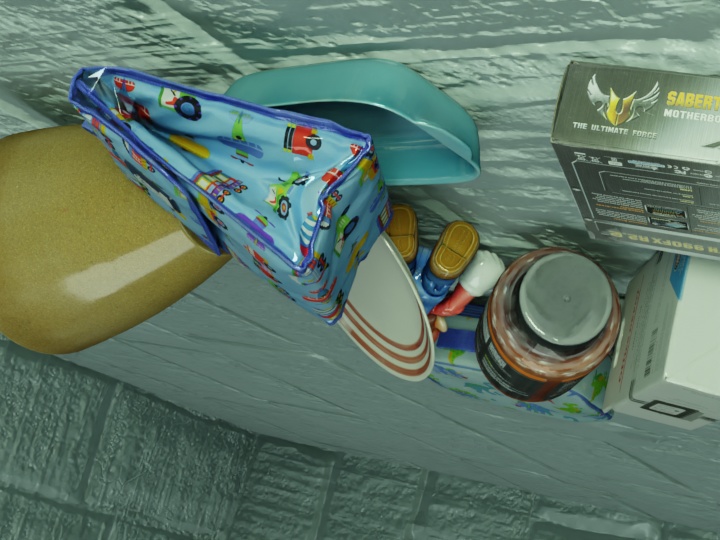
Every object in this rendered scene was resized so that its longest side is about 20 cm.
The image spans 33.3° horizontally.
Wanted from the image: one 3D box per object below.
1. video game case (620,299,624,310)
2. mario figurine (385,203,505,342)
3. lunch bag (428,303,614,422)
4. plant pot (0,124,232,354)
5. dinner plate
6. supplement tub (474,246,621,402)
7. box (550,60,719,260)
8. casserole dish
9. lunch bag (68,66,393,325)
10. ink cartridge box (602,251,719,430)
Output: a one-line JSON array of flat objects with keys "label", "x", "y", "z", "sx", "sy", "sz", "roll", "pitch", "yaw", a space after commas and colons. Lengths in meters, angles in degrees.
[{"label": "video game case", "x": 0.340, "y": 0.067, "z": 1.035, "sx": 0.199, "sy": 0.024, "sz": 0.181, "roll": 3, "pitch": 161, "yaw": 45}, {"label": "mario figurine", "x": 0.046, "y": -0.004, "z": 1.041, "sx": 0.124, "sy": 0.106, "sz": 0.200, "roll": 50, "pitch": 161, "yaw": 13}, {"label": "lunch bag", "x": 0.158, "y": 0.090, "z": 1.221, "sx": 0.198, "sy": 0.083, "sz": 0.161, "roll": 8, "pitch": 166, "yaw": 32}, {"label": "plant pot", "x": -0.182, "y": -0.038, "z": 0.945, "sx": 0.199, "sy": 0.188, "sz": 0.186, "roll": -11, "pitch": 153, "yaw": 37}, {"label": "dinner plate", "x": 0.000, "y": 0.000, "z": 0.970, "sx": 0.200, "sy": 0.024, "sz": 0.201, "roll": 47, "pitch": 159, "yaw": 24}, {"label": "supplement tub", "x": 0.152, "y": 0.044, "z": 0.983, "sx": 0.106, "sy": 0.108, "sz": 0.200, "roll": 15, "pitch": 167, "yaw": 3}, {"label": "box", "x": 0.215, "y": -0.048, "z": 0.656, "sx": 0.198, "sy": 0.049, "sz": 0.158, "roll": 11, "pitch": 167, "yaw": 23}, {"label": "casserole dish", "x": -0.009, "y": -0.094, "z": 0.764, "sx": 0.199, "sy": 0.039, "sz": 0.121, "roll": 2, "pitch": 160, "yaw": 45}, {"label": "lunch bag", "x": -0.089, "y": -0.063, "z": 0.763, "sx": 0.199, "sy": 0.095, "sz": 0.151, "roll": 27, "pitch": 170, "yaw": 12}, {"label": "ink cartridge box", "x": 0.237, "y": 0.047, "z": 0.874, "sx": 0.066, "sy": 0.117, "sz": 0.200, "roll": 14, "pitch": 167, "yaw": 3}]
